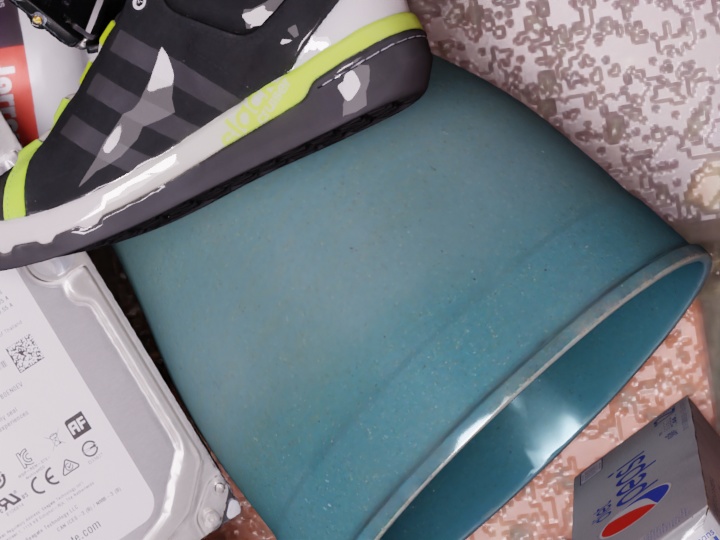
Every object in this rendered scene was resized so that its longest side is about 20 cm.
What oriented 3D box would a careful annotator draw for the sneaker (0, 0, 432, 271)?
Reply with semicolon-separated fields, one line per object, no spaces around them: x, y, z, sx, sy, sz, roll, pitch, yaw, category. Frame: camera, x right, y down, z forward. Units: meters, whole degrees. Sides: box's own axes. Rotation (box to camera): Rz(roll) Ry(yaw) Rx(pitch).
-0.067;-0.065;0.870;0.199;0.072;0.083;-24;88;17;sneaker

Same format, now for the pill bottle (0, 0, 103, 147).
-0.179;-0.072;0.997;0.198;0.112;0.113;-10;97;-7;pill bottle

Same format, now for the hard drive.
-0.152;0.044;0.926;0.139;0.038;0.201;-33;99;-16;hard drive

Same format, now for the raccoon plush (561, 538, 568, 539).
0.151;0.205;1.027;0.133;0.097;0.202;-9;97;0;raccoon plush

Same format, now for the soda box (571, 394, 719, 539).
0.124;0.111;0.956;0.063;0.200;0.068;-37;94;9;soda box

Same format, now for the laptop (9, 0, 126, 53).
-0.087;-0.165;0.942;0.200;0.178;0.103;39;111;-15;laptop

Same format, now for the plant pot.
0.000;0.000;0.968;0.200;0.200;0.188;-46;76;10;plant pot
